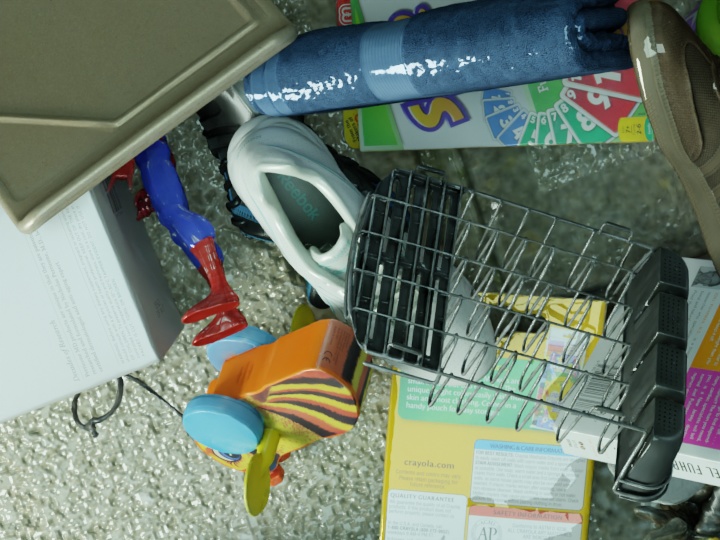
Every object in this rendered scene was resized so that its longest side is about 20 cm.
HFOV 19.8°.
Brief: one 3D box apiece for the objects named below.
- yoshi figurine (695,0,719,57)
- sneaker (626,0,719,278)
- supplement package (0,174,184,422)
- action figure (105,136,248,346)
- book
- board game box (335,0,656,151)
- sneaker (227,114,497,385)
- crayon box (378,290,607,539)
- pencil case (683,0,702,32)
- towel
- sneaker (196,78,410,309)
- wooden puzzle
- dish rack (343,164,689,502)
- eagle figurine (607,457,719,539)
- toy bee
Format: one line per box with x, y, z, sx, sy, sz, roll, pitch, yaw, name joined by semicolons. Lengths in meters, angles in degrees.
0.235;-0.178;1.146;0.112;0.200;0.112;1;133;35;yoshi figurine
0.203;-0.075;1.114;0.075;0.071;0.200;-18;131;15;sneaker
-0.221;0.024;1.203;0.199;0.121;0.120;-21;97;4;supplement package
-0.119;-0.056;1.195;0.051;0.065;0.201;-20;69;2;action figure
0.223;0.061;1.149;0.199;0.134;0.048;10;144;36;book
0.074;-0.119;1.186;0.199;0.030;0.096;0;97;27;board game box
0.000;0.000;1.158;0.200;0.080;0.070;43;99;-14;sneaker
0.078;0.108;1.242;0.125;0.052;0.201;5;99;1;crayon box
0.246;-0.072;1.193;0.200;0.084;0.086;34;65;-2;pencil case
0.043;-0.119;1.124;0.199;0.112;0.049;-6;94;25;towel
-0.060;-0.064;1.210;0.082;0.073;0.200;-44;94;9;sneaker
-0.152;-0.128;1.156;0.185;0.037;0.200;-36;53;-5;wooden puzzle
0.085;0.027;1.111;0.199;0.154;0.055;17;136;-8;dish rack
0.254;0.094;1.202;0.152;0.151;0.200;43;108;6;eagle figurine
-0.058;0.080;1.221;0.109;0.200;0.131;43;70;-35;toy bee
